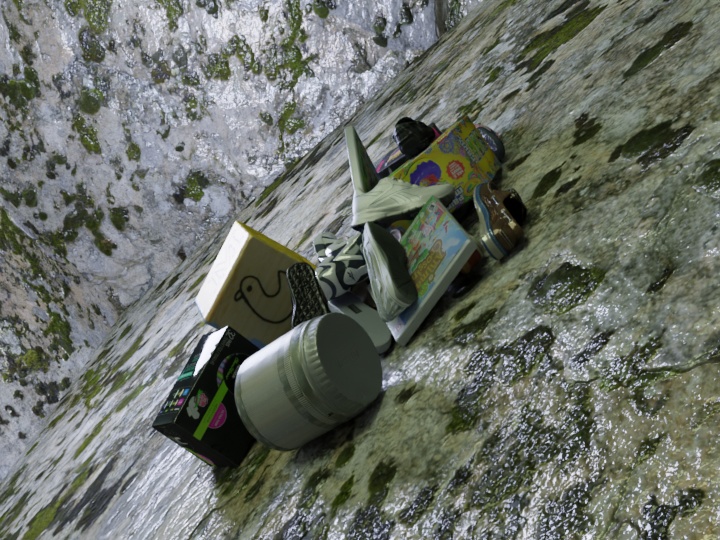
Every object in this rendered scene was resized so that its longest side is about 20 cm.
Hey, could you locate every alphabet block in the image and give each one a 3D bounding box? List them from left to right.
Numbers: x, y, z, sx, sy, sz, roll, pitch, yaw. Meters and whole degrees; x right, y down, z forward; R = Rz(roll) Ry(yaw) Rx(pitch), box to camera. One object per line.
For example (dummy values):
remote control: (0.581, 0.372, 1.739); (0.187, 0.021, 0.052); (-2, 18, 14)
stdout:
alphabet block: (-0.215, 0.037, 1.852); (0.203, 0.193, 0.196); (-62, 22, 2)

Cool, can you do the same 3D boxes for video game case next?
video game case: (0.020, -0.155, 1.743); (0.022, 0.183, 0.203); (-18, 51, 11)
video game case: (0.095, -0.004, 1.438); (0.201, 0.022, 0.183); (-55, 29, 14)

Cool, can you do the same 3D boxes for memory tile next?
memory tile: (0.000, 0.000, 1.611); (0.198, 0.017, 0.156); (-4, 64, 49)

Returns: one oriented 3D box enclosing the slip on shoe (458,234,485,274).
slip on shoe: (0.130, -0.021, 1.481); (0.062, 0.074, 0.199); (-51, 22, -20)

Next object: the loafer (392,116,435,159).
loafer: (0.099, -0.260, 1.668); (0.068, 0.071, 0.201); (-35, 6, 15)

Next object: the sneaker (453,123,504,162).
sneaker: (0.260, -0.267, 1.803); (0.080, 0.072, 0.200); (-9, 24, -17)

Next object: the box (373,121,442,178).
box: (0.110, -0.206, 1.902); (0.198, 0.123, 0.107); (-28, 20, 42)

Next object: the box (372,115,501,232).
box: (0.144, -0.171, 1.660); (0.199, 0.123, 0.193); (-35, 6, 23)

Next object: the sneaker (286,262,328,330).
sneaker: (-0.092, 0.078, 1.618); (0.070, 0.083, 0.203); (-8, 56, -1)

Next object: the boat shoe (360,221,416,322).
boat shoe: (0.036, -0.004, 1.442); (0.065, 0.074, 0.204); (-48, 39, 25)

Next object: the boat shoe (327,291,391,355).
boat shoe: (0.001, 0.098, 1.498); (0.067, 0.058, 0.200); (-17, 29, -17)

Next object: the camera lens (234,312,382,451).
camera lens: (-0.084, 0.172, 1.341); (0.199, 0.160, 0.161); (-33, 18, 33)

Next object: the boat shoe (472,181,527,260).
boat shoe: (0.232, -0.091, 1.421); (0.072, 0.072, 0.202); (-31, 29, 21)

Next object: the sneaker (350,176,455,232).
sneaker: (0.070, -0.129, 1.552); (0.196, 0.089, 0.074); (-12, -16, 15)

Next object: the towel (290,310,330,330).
towel: (-0.084, 0.130, 1.660); (0.199, 0.050, 0.149); (-31, 19, 39)

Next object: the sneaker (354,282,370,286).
sneaker: (-0.012, 0.027, 1.707); (0.198, 0.077, 0.086); (-18, -7, 40)

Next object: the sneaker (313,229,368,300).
sneaker: (-0.014, -0.031, 1.580); (0.127, 0.081, 0.200); (-23, 18, 7)

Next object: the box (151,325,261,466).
box: (-0.255, 0.231, 1.595); (0.124, 0.148, 0.202); (-20, 38, 55)
